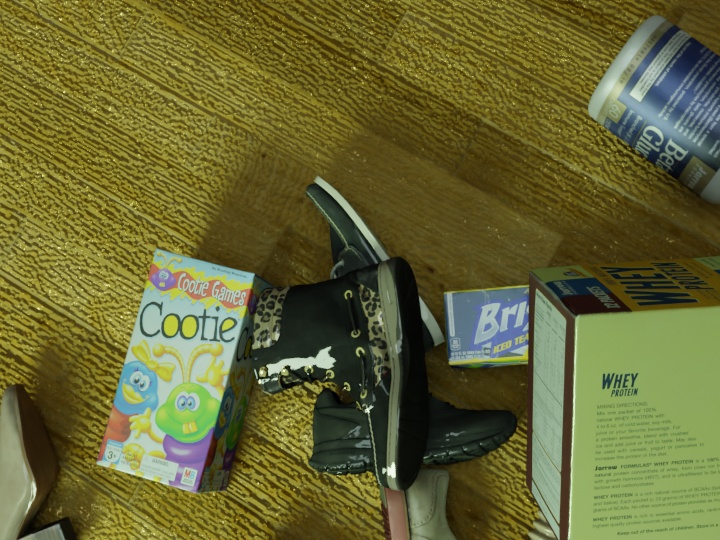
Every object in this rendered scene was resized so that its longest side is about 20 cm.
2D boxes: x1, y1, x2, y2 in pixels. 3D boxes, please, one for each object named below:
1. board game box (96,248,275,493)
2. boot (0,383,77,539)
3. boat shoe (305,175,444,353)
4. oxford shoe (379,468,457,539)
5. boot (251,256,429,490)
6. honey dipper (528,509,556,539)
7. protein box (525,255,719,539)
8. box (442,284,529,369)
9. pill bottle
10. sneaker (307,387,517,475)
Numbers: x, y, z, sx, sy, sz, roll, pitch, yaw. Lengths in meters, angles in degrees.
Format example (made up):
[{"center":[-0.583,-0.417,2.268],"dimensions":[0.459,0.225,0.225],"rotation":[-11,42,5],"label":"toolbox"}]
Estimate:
[{"center":[-0.160,0.096,1.067],"dimensions":[0.103,0.103,0.203],"rotation":[13,83,10],"label":"board game box"},{"center":[-0.361,0.229,1.093],"dimensions":[0.144,0.070,0.203],"rotation":[-22,78,6],"label":"boot"},{"center":[0.000,0.000,1.076],"dimensions":[0.067,0.072,0.202],"rotation":[-33,81,1],"label":"boat shoe"},{"center":[0.068,0.279,1.022],"dimensions":[0.073,0.070,0.204],"rotation":[-9,87,-7],"label":"oxford shoe"},{"center":[-0.019,0.095,1.014],"dimensions":[0.148,0.073,0.204],"rotation":[-7,81,23],"label":"boot"},{"center":[0.201,0.175,1.037],"dimensions":[0.037,0.038,0.203],"rotation":[23,83,11],"label":"honey dipper"},{"center":[0.247,0.106,0.934],"dimensions":[0.195,0.135,0.204],"rotation":[-3,106,-7],"label":"protein box"},{"center":[0.177,0.049,1.046],"dimensions":[0.196,0.064,0.071],"rotation":[-5,81,7],"label":"box"},{"center":[0.316,-0.132,1.031],"dimensions":[0.199,0.111,0.112],"rotation":[38,88,13],"label":"pill bottle"},{"center":[0.046,0.137,1.048],"dimensions":[0.196,0.076,0.092],"rotation":[-6,74,5],"label":"sneaker"}]
